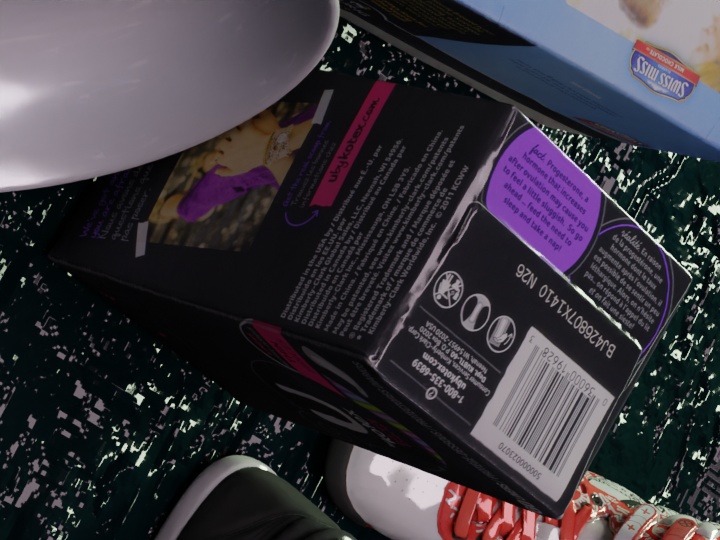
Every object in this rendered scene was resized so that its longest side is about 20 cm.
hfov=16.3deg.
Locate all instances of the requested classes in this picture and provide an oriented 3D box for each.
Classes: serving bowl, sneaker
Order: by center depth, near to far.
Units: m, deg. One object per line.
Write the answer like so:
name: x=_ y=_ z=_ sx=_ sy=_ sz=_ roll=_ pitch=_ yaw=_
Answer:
serving bowl: x=-0.110 y=-0.095 z=0.855 sx=0.200 sy=0.200 sz=0.066 roll=4 pitch=65 yaw=-40
sneaker: x=-0.060 y=0.176 z=0.996 sx=0.071 sy=0.099 sz=0.200 roll=33 pitch=80 yaw=-41
sneaker: x=0.085 y=0.110 z=1.094 sx=0.201 sy=0.108 sz=0.067 roll=27 pitch=83 yaw=-40

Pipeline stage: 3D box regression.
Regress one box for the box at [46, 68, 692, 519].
box: x=0.000 y=0.000 z=0.938 sx=0.122 sy=0.200 sz=0.106 roll=40 pitch=74 yaw=-38

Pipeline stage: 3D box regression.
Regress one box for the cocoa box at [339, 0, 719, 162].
cocoa box: x=0.077 y=-0.141 z=1.014 sx=0.200 sy=0.131 sz=0.134 roll=24 pitch=85 yaw=-40
